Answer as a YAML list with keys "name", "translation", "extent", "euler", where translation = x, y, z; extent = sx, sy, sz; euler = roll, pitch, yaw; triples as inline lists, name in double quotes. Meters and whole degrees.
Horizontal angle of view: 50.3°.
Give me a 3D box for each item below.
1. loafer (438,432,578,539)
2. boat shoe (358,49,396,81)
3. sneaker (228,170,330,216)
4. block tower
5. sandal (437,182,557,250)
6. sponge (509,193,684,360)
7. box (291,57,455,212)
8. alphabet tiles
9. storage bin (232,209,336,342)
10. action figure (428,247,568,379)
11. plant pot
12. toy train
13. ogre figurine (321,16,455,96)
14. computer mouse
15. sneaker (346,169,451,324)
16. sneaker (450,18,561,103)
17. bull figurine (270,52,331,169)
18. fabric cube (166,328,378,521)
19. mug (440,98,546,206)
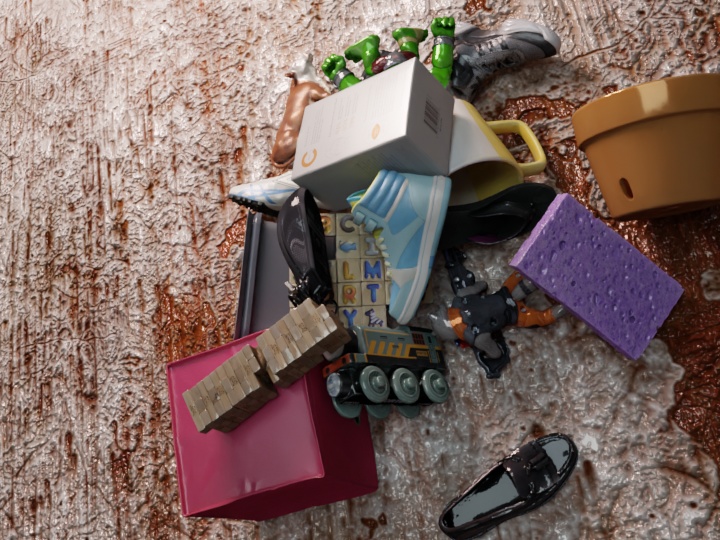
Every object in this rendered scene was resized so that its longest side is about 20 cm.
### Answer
- name: "loafer"
  translation: [0.182, 0.269, 0.944]
  extent: [0.199, 0.063, 0.072]
  euler: [-37, 63, 6]
- name: "boat shoe"
  translation: [0.007, -0.257, 1.195]
  extent: [0.060, 0.076, 0.201]
  euler: [26, 71, 26]
- name: "sneaker"
  translation: [-0.111, -0.127, 1.191]
  extent: [0.197, 0.072, 0.074]
  euler: [-1, 77, 17]
- name: "block tower"
  translation: [-0.109, 0.113, 0.895]
  extent: [0.199, 0.058, 0.054]
  euler: [-36, 63, 4]
- name: "sandal"
  translation: [0.176, -0.062, 1.035]
  extent: [0.197, 0.076, 0.048]
  euler: [-16, 37, -4]
- name: "sponge"
  translation: [0.294, 0.008, 0.950]
  extent: [0.199, 0.030, 0.112]
  euler: [37, 85, -8]
- name: "box"
  translation: [0.016, -0.175, 1.027]
  extent: [0.198, 0.097, 0.126]
  euler: [-14, 57, 38]
- name: "alphabet tiles"
  translation: [0.000, 0.000, 1.055]
  extent: [0.196, 0.008, 0.170]
  euler: [-2, 74, 0]
- name: "storage bin"
  translation: [-0.108, 0.031, 1.112]
  extent: [0.132, 0.146, 0.203]
  euler: [7, 72, -6]
- name: "action figure"
  translation: [0.172, 0.025, 1.014]
  extent: [0.191, 0.105, 0.202]
  euler: [-27, 67, 0]
- name: "plant pot"
  translation: [0.373, -0.143, 0.953]
  extent: [0.197, 0.200, 0.143]
  euler: [-10, 84, 18]
- name: "toy train"
  translation: [0.033, 0.126, 0.988]
  extent: [0.085, 0.198, 0.116]
  euler: [-37, 56, 40]
- name: "ogre figurine"
  translation: [0.051, -0.284, 1.113]
  extent: [0.197, 0.098, 0.122]
  euler: [-12, 77, -14]
- name: "computer mouse"
  translation: [-0.078, -0.016, 0.999]
  extent: [0.052, 0.139, 0.203]
  euler: [-16, 59, 12]
- name: "sneaker"
  translation: [0.035, -0.037, 0.993]
  extent: [0.128, 0.080, 0.203]
  euler: [14, 106, 2]
- name: "sneaker"
  translation: [0.193, -0.304, 1.137]
  extent: [0.197, 0.075, 0.115]
  euler: [11, 77, 30]
- name: "bull figurine"
  translation: [-0.080, -0.251, 1.225]
  extent: [0.120, 0.065, 0.203]
  euler: [7, 76, 27]
- name: "fabric cube"
  translation: [-0.111, 0.205, 1.005]
  extent: [0.197, 0.199, 0.199]
  euler: [-18, 65, 14]
- name: "mug"
  translation: [0.146, -0.156, 1.086]
  extent: [0.150, 0.184, 0.155]
  euler: [-48, 47, 36]
